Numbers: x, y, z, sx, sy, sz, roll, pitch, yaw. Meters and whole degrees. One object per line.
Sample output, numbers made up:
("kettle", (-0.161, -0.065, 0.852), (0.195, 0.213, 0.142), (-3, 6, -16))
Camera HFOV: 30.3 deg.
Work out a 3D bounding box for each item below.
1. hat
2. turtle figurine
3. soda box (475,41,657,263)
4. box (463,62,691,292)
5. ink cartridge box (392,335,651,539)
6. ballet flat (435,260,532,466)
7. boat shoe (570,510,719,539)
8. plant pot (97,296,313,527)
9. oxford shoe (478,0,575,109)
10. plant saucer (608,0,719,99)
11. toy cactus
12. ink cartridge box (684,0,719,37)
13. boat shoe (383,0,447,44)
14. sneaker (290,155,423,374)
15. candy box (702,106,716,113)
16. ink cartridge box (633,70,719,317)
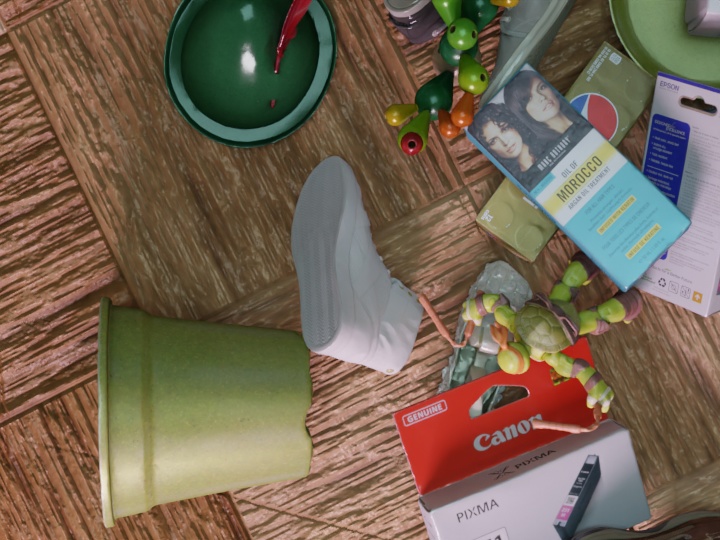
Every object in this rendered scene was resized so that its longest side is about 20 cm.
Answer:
("hat", (-0.105, -0.216, 1.180), (0.164, 0.176, 0.201), (23, 91, 3))
("turtle figurine", (0.162, 0.042, 1.170), (0.199, 0.065, 0.161), (36, 53, 28))
("soda box", (0.188, -0.105, 1.220), (0.068, 0.064, 0.201), (36, 92, 4))
("box", (0.188, -0.081, 1.157), (0.082, 0.049, 0.200), (-45, 80, 3))
("ink cartridge box", (0.146, 0.176, 1.191), (0.199, 0.044, 0.175), (-21, 105, -10))
("ballet flat", (0.113, 0.090, 1.223), (0.071, 0.072, 0.202), (17, 90, 3))
("boat shoe", (0.279, 0.267, 1.187), (0.198, 0.072, 0.076), (-7, 109, -15))
("plant pot", (-0.138, 0.122, 1.189), (0.182, 0.200, 0.202), (-2, 89, -8))
("oxford shoe", (0.155, -0.234, 1.220), (0.057, 0.075, 0.201), (29, 88, 8))
("plant saucer", (0.327, -0.256, 1.229), (0.198, 0.031, 0.202), (0, 89, 3))
("toy cactus", (0.076, -0.192, 1.176), (0.101, 0.165, 0.202), (15, 90, 4))
("ink cartridge box", (0.397, -0.277, 1.169), (0.198, 0.083, 0.147), (6, 90, 3))
("boat shoe", (0.107, -0.290, 1.237), (0.200, 0.057, 0.067), (-40, 52, -1))
("sneaker", (0.000, 0.000, 1.232), (0.073, 0.115, 0.202), (-25, 54, 38))
("candy box", (0.406, -0.086, 1.203), (0.198, 0.072, 0.169), (-17, 88, 4))
("ink cartridge box", (0.290, -0.068, 1.169), (0.094, 0.037, 0.202), (26, 123, 41))
